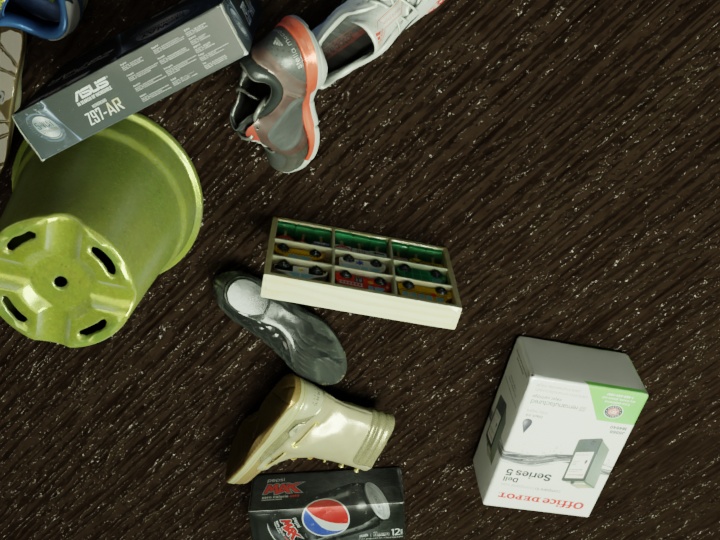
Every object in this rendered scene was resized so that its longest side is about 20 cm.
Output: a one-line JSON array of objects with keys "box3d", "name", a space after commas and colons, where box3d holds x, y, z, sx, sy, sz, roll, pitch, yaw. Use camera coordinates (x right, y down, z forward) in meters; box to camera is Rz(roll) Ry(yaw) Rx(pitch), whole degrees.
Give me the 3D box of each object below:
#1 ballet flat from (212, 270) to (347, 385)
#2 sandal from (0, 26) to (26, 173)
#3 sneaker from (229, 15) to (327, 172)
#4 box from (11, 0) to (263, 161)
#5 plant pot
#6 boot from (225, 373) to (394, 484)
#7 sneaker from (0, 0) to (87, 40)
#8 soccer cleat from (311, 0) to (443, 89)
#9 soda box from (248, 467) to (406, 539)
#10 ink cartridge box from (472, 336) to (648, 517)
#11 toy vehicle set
[{"box3d": [-0.086, 0.063, 0.902, 0.067, 0.057, 0.200, -50, 118, -7], "name": "ballet flat"}, {"box3d": [-0.366, -0.160, 0.757, 0.079, 0.054, 0.202, 17, 103, -18], "name": "sandal"}, {"box3d": [-0.086, -0.146, 0.711, 0.081, 0.077, 0.200, -32, 163, -20], "name": "sneaker"}, {"box3d": [-0.184, -0.183, 0.685, 0.198, 0.161, 0.044, -23, 118, 12], "name": "box"}, {"box3d": [-0.260, -0.032, 0.753, 0.197, 0.185, 0.203, -1, 120, -2], "name": "plant pot"}, {"box3d": [-0.066, 0.214, 0.967, 0.154, 0.073, 0.200, 22, 127, -24], "name": "boot"}, {"box3d": [-0.322, -0.259, 0.656, 0.198, 0.083, 0.074, 21, 124, -34], "name": "sneaker"}, {"box3d": [0.024, -0.236, 0.706, 0.199, 0.086, 0.069, -36, 115, 17], "name": "soccer cleat"}, {"box3d": [-0.042, 0.305, 1.019, 0.197, 0.071, 0.064, -4, 117, -1], "name": "soda box"}, {"box3d": [0.235, 0.193, 0.959, 0.143, 0.084, 0.202, 9, 119, -7], "name": "ink cartridge box"}, {"box3d": [0.000, 0.000, 0.817, 0.197, 0.125, 0.027, 10, 119, -8], "name": "toy vehicle set"}]
